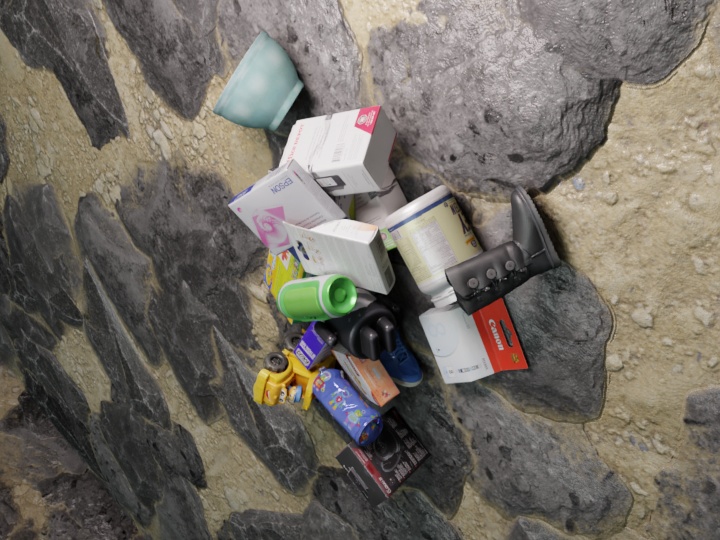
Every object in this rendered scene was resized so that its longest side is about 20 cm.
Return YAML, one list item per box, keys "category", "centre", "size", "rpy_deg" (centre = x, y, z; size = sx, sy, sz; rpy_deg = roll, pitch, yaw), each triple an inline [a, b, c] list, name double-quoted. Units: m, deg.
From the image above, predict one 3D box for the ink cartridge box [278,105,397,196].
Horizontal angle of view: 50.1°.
- category: "ink cartridge box"
  centre: [-0.046, -0.224, 1.488]
  size: [0.198, 0.147, 0.083]
  rpy_deg: [-4, 146, 31]

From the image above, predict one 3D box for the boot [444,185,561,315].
- category: "boot"
  centre: [0.240, -0.035, 1.391]
  size: [0.198, 0.066, 0.167]
  rpy_deg: [-27, 94, 8]

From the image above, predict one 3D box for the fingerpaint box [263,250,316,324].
- category: "fingerpaint box"
  centre: [-0.149, -0.008, 1.801]
  size: [0.167, 0.073, 0.202]
  rpy_deg: [52, 140, 38]

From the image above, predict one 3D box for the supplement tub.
- category: "supplement tub"
  centre: [0.151, -0.045, 1.487]
  size: [0.144, 0.144, 0.202]
  rpy_deg: [-28, 92, 46]

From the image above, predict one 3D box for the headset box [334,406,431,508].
- category: "headset box"
  centre: [0.048, 0.438, 1.796]
  size: [0.149, 0.199, 0.077]
  rpy_deg: [50, 136, 8]

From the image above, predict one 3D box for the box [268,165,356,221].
- category: "box"
  centre: [-0.100, -0.143, 1.607]
  size: [0.198, 0.060, 0.118]
  rpy_deg: [21, 126, 37]

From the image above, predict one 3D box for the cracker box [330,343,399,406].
- category: "cracker box"
  centre: [0.007, 0.227, 1.751]
  size: [0.135, 0.057, 0.200]
  rpy_deg: [58, 167, -6]

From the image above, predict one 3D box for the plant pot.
- category: "plant pot"
  centre: [-0.203, -0.379, 1.623]
  size: [0.133, 0.202, 0.200]
  rpy_deg: [33, 137, -13]

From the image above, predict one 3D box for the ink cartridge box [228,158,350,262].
- category: "ink cartridge box"
  centre: [-0.132, -0.101, 1.512]
  size: [0.195, 0.044, 0.200]
  rpy_deg: [-24, 117, 42]

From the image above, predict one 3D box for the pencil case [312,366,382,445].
- category: "pencil case"
  centre: [-0.030, 0.307, 1.768]
  size: [0.200, 0.087, 0.078]
  rpy_deg: [43, 178, 34]

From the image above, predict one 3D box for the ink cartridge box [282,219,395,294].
- category: "ink cartridge box"
  centre: [-0.039, -0.037, 1.501]
  size: [0.198, 0.050, 0.163]
  rpy_deg: [17, 149, 28]

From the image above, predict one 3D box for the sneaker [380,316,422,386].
- category: "sneaker"
  centre: [0.069, 0.163, 1.716]
  size: [0.200, 0.076, 0.112]
  rpy_deg: [47, 149, 22]

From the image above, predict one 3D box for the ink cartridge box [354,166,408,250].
- category: "ink cartridge box"
  centre: [0.016, -0.135, 1.607]
  size: [0.145, 0.084, 0.202]
  rpy_deg: [-22, 96, 46]

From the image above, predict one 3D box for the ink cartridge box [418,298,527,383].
- category: "ink cartridge box"
  centre: [0.229, 0.147, 1.587]
  size: [0.199, 0.047, 0.162]
  rpy_deg: [-14, 102, 47]

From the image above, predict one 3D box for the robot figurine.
- category: "robot figurine"
  centre: [-0.005, 0.105, 1.619]
  size: [0.200, 0.149, 0.126]
  rpy_deg: [39, 105, 46]

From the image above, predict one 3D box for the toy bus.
- category: "toy bus"
  centre: [-0.140, 0.272, 1.891]
  size: [0.191, 0.200, 0.137]
  rpy_deg: [32, 132, 16]

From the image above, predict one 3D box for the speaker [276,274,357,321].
- category: "speaker"
  centre: [-0.091, 0.056, 1.563]
  size: [0.199, 0.088, 0.090]
  rpy_deg: [-8, 106, 54]

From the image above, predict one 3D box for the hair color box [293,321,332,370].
- category: "hair color box"
  centre: [-0.073, 0.138, 1.815]
  size: [0.065, 0.109, 0.201]
  rpy_deg: [45, 134, 14]
